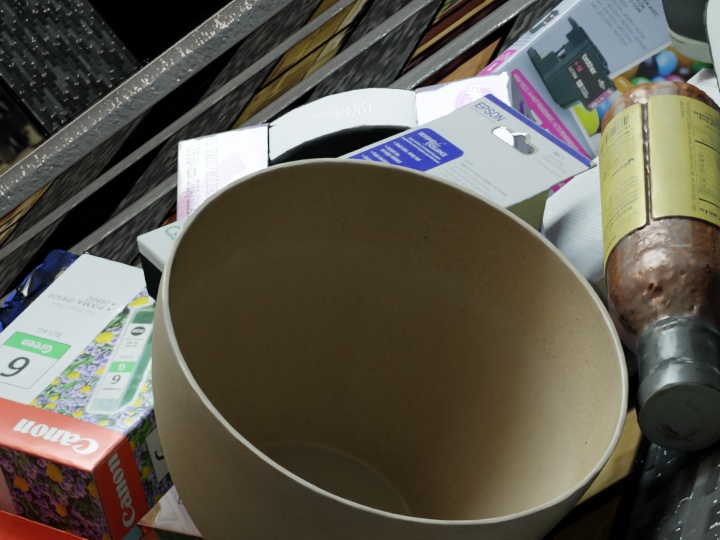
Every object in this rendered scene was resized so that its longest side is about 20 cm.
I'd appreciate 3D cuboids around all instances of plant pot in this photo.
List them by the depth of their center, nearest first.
[{"bbox_3d":[-0.002,0.069,1.220,0.200,0.200,0.135,-51,-12,-45],"label":"plant pot"}]

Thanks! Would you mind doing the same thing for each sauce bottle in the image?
[{"bbox_3d":[0.138,-0.002,1.272,0.066,0.066,0.200,-33,31,29],"label":"sauce bottle"}]

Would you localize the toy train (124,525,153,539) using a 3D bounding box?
[{"bbox_3d":[-0.093,0.059,1.659,0.200,0.150,0.056,-44,56,-9],"label":"toy train"}]

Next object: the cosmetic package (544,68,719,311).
[{"bbox_3d":[0.162,-0.035,1.452,0.151,0.052,0.200,-42,12,-4],"label":"cosmetic package"}]

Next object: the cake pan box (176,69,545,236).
[{"bbox_3d":[0.000,0.000,1.428,0.184,0.052,0.200,-10,52,12],"label":"cake pan box"}]

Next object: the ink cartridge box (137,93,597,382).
[{"bbox_3d":[0.005,-0.018,1.347,0.200,0.039,0.099,-23,34,-20],"label":"ink cartridge box"}]

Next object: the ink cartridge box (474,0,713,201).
[{"bbox_3d":[0.162,-0.111,1.570,0.200,0.119,0.042,-41,9,-8],"label":"ink cartridge box"}]

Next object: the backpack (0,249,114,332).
[{"bbox_3d":[-0.181,0.076,1.842,0.168,0.163,0.200,-44,13,-6],"label":"backpack"}]

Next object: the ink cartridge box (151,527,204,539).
[{"bbox_3d":[-0.017,0.075,1.516,0.200,0.067,0.117,-20,21,34],"label":"ink cartridge box"}]

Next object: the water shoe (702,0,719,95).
[{"bbox_3d":[0.206,-0.070,1.297,0.079,0.072,0.200,-17,44,10],"label":"water shoe"}]

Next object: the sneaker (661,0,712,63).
[{"bbox_3d":[0.225,-0.156,1.453,0.200,0.106,0.075,7,43,41],"label":"sneaker"}]

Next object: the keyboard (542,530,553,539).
[{"bbox_3d":[0.035,0.134,1.286,0.127,0.021,0.200,-31,12,13],"label":"keyboard"}]

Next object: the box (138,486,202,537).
[{"bbox_3d":[-0.085,0.114,1.455,0.200,0.039,0.041,7,-1,39],"label":"box"}]

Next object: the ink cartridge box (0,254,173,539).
[{"bbox_3d":[-0.140,0.077,1.326,0.109,0.050,0.200,14,42,32],"label":"ink cartridge box"}]
